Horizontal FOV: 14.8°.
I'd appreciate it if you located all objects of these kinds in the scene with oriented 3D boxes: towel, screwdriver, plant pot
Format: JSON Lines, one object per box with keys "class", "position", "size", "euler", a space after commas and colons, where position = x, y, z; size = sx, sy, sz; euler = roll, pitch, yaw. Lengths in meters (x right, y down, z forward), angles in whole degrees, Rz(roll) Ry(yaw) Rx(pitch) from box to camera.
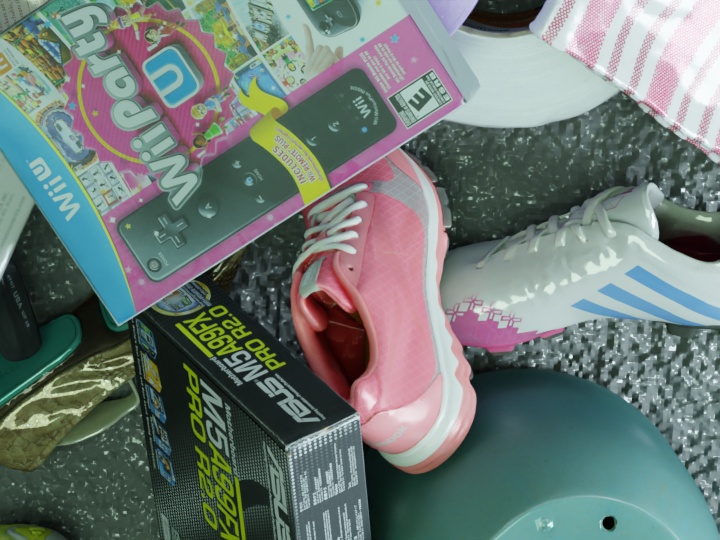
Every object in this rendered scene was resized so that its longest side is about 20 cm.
{"class": "towel", "position": [0.193, -0.129, 1.364], "size": [0.200, 0.030, 0.147], "euler": [31, 97, -32]}
{"class": "screwdriver", "position": [-0.207, -0.038, 1.409], "size": [0.029, 0.028, 0.201], "euler": [-31, 120, -14]}
{"class": "plant pot", "position": [0.095, 0.161, 1.403], "size": [0.199, 0.161, 0.202], "euler": [-1, 97, -7]}

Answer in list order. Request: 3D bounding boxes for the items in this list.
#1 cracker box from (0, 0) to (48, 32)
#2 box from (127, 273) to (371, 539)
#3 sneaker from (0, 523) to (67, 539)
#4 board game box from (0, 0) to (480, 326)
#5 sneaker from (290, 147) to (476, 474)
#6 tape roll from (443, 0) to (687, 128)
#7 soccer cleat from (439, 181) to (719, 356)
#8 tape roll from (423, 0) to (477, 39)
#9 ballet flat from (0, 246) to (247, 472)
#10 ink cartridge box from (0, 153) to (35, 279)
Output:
{"class": "cracker box", "position": [-0.129, -0.115, 1.428], "size": [0.199, 0.058, 0.135], "euler": [-12, 104, 7]}
{"class": "box", "position": [-0.052, 0.119, 1.401], "size": [0.044, 0.160, 0.201], "euler": [-23, 130, -23]}
{"class": "sneaker", "position": [-0.208, 0.230, 1.523], "size": [0.104, 0.076, 0.201], "euler": [8, 101, 18]}
{"class": "board game box", "position": [-0.067, -0.090, 1.298], "size": [0.200, 0.064, 0.148], "euler": [-32, 98, 16]}
{"class": "sneaker", "position": [0.000, 0.000, 1.388], "size": [0.074, 0.087, 0.201], "euler": [-32, 56, 27]}
{"class": "tape roll", "position": [0.071, -0.174, 1.394], "size": [0.199, 0.066, 0.201], "euler": [1, 104, 5]}
{"class": "soccer cleat", "position": [0.114, -0.010, 1.421], "size": [0.199, 0.070, 0.087], "euler": [-4, 129, 4]}
{"class": "tape roll", "position": [-0.026, -0.185, 1.332], "size": [0.199, 0.066, 0.201], "euler": [2, 105, 7]}
{"class": "ballet flat", "position": [-0.126, 0.039, 1.473], "size": [0.200, 0.071, 0.065], "euler": [-34, 126, 14]}
{"class": "ink cartridge box", "position": [-0.254, -0.059, 1.344], "size": [0.199, 0.047, 0.161], "euler": [26, 88, -23]}
